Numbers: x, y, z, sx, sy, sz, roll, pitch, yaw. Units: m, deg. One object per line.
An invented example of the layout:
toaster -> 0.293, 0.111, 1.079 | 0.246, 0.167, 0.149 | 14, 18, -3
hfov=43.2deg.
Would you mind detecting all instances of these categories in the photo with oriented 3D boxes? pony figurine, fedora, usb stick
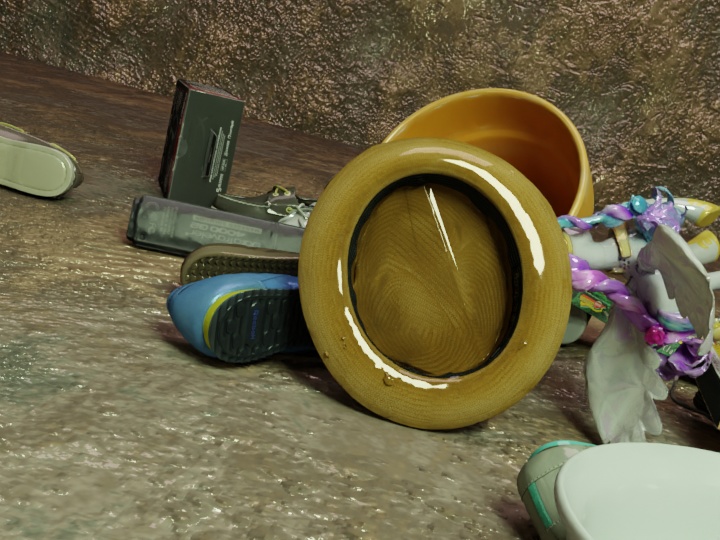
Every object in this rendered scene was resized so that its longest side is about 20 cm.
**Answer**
pony figurine -> 0.218, 0.018, 0.656 | 0.199, 0.167, 0.194 | -1, 43, -20
fedora -> 0.049, 0.009, 0.642 | 0.199, 0.202, 0.082 | 14, -9, 0
usb stick -> -0.131, -0.032, 0.912 | 0.199, 0.056, 0.033 | 12, -16, -12

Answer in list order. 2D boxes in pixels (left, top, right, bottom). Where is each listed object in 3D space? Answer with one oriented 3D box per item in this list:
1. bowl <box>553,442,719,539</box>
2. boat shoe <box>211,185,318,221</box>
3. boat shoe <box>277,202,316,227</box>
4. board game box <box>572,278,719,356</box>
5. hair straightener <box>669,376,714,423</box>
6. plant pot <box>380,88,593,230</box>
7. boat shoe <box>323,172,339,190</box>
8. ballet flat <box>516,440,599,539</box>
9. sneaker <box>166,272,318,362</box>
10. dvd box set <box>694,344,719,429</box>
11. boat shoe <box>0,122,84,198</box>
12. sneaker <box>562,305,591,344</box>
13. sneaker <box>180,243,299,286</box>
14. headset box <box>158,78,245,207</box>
bowl -> 0.157, 0.146, 0.329 | 0.200, 0.091, 0.201 | 13, 12, -3
boat shoe -> -0.086, -0.076, 1.144 | 0.200, 0.061, 0.072 | 12, 12, -13
boat shoe -> -0.061, -0.044, 1.014 | 0.073, 0.067, 0.199 | 23, 14, 37
board game box -> 0.299, 0.055, 0.939 | 0.199, 0.024, 0.105 | 30, 22, -3
hair straightener -> 0.326, 0.123, 0.752 | 0.077, 0.041, 0.200 | 8, 19, -27
plant pot -> 0.121, -0.032, 0.843 | 0.199, 0.201, 0.183 | 21, -19, 31
boat shoe -> 0.015, -0.056, 1.005 | 0.202, 0.075, 0.075 | 43, 12, -49
ballet flat -> 0.179, 0.137, 0.506 | 0.199, 0.068, 0.064 | 9, 40, -21
sneaker -> -0.051, 0.030, 0.687 | 0.199, 0.066, 0.078 | 4, 12, -41
dvd box set -> 0.370, 0.111, 0.711 | 0.199, 0.030, 0.146 | 14, 15, 10
boat shoe -> -0.407, -0.133, 1.012 | 0.199, 0.072, 0.060 | 18, 6, 0
sneaker -> 0.165, 0.020, 0.996 | 0.199, 0.071, 0.099 | 27, 14, 25
sneaker -> -0.051, 0.009, 0.771 | 0.199, 0.071, 0.076 | 13, 11, -11
headset box -> -0.213, -0.167, 1.203 | 0.077, 0.150, 0.200 | 9, 12, -20
